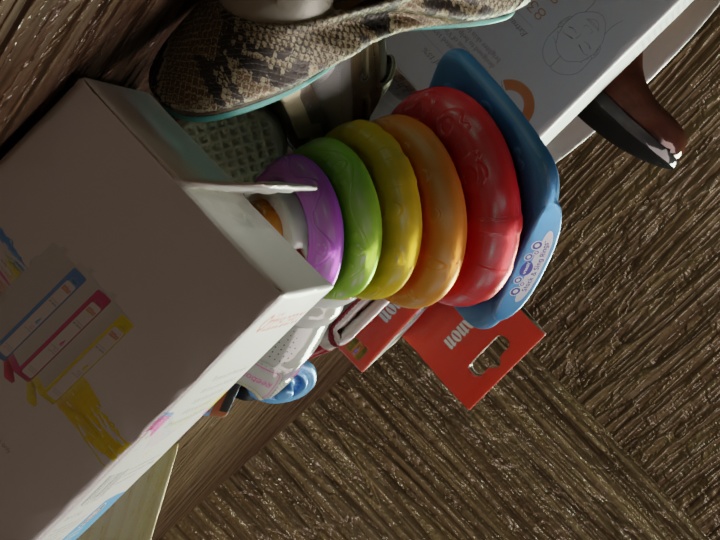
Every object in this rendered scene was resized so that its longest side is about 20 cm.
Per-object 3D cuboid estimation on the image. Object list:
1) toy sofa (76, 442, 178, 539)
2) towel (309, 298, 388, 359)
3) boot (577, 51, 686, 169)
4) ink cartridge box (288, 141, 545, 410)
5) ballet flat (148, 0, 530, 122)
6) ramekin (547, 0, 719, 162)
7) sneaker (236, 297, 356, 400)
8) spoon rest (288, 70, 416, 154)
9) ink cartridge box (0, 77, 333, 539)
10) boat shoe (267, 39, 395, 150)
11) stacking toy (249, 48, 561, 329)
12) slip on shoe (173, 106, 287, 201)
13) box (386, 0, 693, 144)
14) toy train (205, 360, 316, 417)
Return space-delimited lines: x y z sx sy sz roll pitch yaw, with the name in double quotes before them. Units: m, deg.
"toy sofa" -0.158 0.107 1.361 0.200 0.097 0.083 -165 -88 -81
"towel" 0.000 0.000 1.409 0.144 0.023 0.200 -46 -172 -18
"boot" 0.185 -0.186 1.547 0.200 0.188 0.068 -42 176 -6
"ink cartridge box" 0.013 0.005 1.637 0.050 0.200 0.109 -40 174 -42
"ballet flat" -0.005 -0.127 1.105 0.199 0.068 0.076 -20 136 -30
"ramekin" 0.139 -0.165 1.664 0.200 0.105 0.200 -44 -174 6
"sneaker" -0.066 0.002 1.344 0.088 0.081 0.200 -58 -160 11
"spoon rest" -0.006 -0.077 1.499 0.200 0.099 0.061 -22 147 -51
"ink cartridge box" -0.114 0.015 1.099 0.200 0.125 0.129 -45 176 6
"boat shoe" -0.016 -0.097 1.277 0.068 0.075 0.200 -38 174 -3
"stacking toy" -0.013 -0.026 1.216 0.199 0.110 0.116 -10 139 -33
"slip on shoe" -0.107 -0.019 1.286 0.200 0.074 0.061 -48 -163 31
"box" 0.111 -0.165 1.453 0.200 0.124 0.097 -44 176 6
"toy train" -0.069 0.013 1.580 0.114 0.087 0.200 4 141 -21
